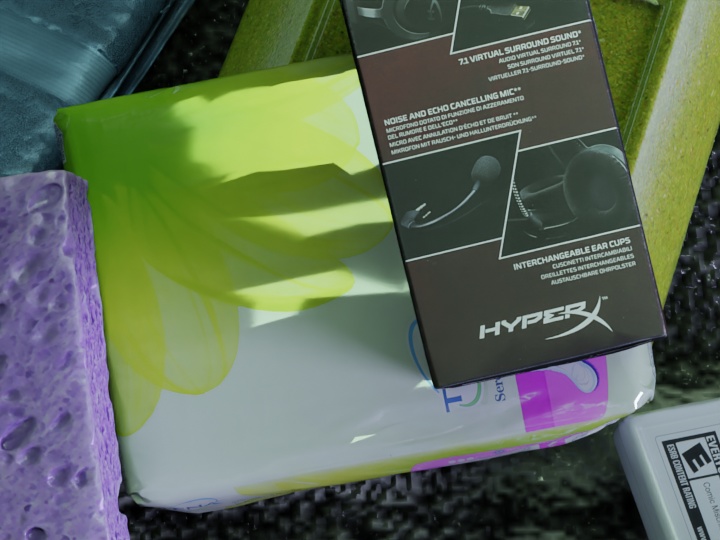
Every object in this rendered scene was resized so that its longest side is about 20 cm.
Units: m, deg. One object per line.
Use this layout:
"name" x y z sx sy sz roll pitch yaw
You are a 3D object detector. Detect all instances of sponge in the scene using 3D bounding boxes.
"sponge" -0.140 0.069 0.906 0.111 0.030 0.200 -9 84 14

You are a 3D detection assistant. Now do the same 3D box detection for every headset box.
"headset box" 0.038 -0.065 0.832 0.077 0.149 0.200 -12 86 3

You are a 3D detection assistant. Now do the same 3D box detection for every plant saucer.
"plant saucer" 0.042 -0.067 1.021 0.200 0.048 0.200 18 66 3

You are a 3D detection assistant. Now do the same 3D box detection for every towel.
"towel" -0.141 -0.090 1.014 0.112 0.049 0.200 26 68 10

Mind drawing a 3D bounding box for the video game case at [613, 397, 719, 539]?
"video game case" 0.206 0.131 0.949 0.182 0.022 0.200 -10 67 -21

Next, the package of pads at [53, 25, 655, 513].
"package of pads" 0.000 0.000 0.940 0.200 0.068 0.155 -10 88 3
